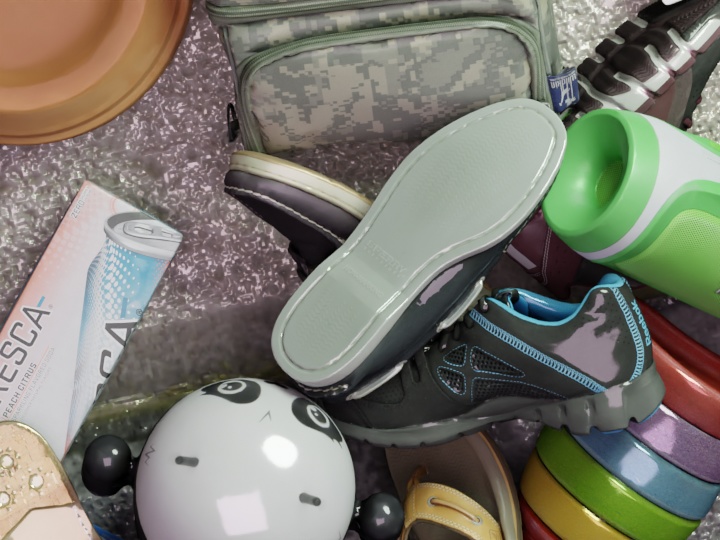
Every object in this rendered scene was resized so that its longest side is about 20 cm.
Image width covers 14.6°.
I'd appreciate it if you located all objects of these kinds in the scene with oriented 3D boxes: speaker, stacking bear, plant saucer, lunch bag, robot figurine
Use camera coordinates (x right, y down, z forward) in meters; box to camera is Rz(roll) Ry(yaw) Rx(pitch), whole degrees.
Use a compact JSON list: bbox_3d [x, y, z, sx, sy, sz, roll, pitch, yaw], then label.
[{"bbox_3d":[0.195,-0.020,1.546,0.199,0.088,0.089,23,101,-34],"label":"speaker"},{"bbox_3d":[0.138,0.131,1.612,0.121,0.114,0.201,33,103,-6],"label":"stacking bear"},{"bbox_3d":[-0.190,-0.166,1.538,0.198,0.037,0.202,0,100,3],"label":"plant saucer"},{"bbox_3d":[0.014,-0.150,1.547,0.198,0.140,0.169,-7,119,3],"label":"lunch bag"},{"bbox_3d":[-0.065,0.125,1.556,0.150,0.200,0.125,-27,82,-9],"label":"robot figurine"}]

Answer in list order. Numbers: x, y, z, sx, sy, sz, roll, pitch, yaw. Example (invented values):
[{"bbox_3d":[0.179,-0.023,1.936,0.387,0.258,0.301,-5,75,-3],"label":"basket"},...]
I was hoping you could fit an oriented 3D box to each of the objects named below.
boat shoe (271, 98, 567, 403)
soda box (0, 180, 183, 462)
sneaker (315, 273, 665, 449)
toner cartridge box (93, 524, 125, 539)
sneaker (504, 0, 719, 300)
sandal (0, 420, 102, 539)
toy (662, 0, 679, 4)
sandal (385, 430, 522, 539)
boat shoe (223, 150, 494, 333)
[{"bbox_3d":[0.035,-0.010,1.513,0.200,0.060,0.076,-40,64,1],"label":"boat shoe"},{"bbox_3d":[-0.176,0.052,1.592,0.068,0.064,0.201,29,86,-5],"label":"soda box"},{"bbox_3d":[0.067,0.047,1.546,0.199,0.073,0.083,-8,107,19],"label":"sneaker"},{"bbox_3d":[-0.201,0.182,1.648,0.199,0.043,0.095,27,98,-5],"label":"toner cartridge box"},{"bbox_3d":[0.162,-0.064,1.601,0.200,0.076,0.116,-42,113,7],"label":"sneaker"},{"bbox_3d":[-0.148,0.177,1.528,0.077,0.070,0.212,-34,96,-8],"label":"sandal"},{"bbox_3d":[0.187,-0.262,1.566,0.114,0.047,0.201,-21,94,2],"label":"toy"},{"bbox_3d":[0.052,0.160,1.585,0.054,0.201,0.080,10,143,-39],"label":"sandal"},{"bbox_3d":[0.000,0.000,1.573,0.199,0.072,0.065,32,81,-32],"label":"boat shoe"}]
